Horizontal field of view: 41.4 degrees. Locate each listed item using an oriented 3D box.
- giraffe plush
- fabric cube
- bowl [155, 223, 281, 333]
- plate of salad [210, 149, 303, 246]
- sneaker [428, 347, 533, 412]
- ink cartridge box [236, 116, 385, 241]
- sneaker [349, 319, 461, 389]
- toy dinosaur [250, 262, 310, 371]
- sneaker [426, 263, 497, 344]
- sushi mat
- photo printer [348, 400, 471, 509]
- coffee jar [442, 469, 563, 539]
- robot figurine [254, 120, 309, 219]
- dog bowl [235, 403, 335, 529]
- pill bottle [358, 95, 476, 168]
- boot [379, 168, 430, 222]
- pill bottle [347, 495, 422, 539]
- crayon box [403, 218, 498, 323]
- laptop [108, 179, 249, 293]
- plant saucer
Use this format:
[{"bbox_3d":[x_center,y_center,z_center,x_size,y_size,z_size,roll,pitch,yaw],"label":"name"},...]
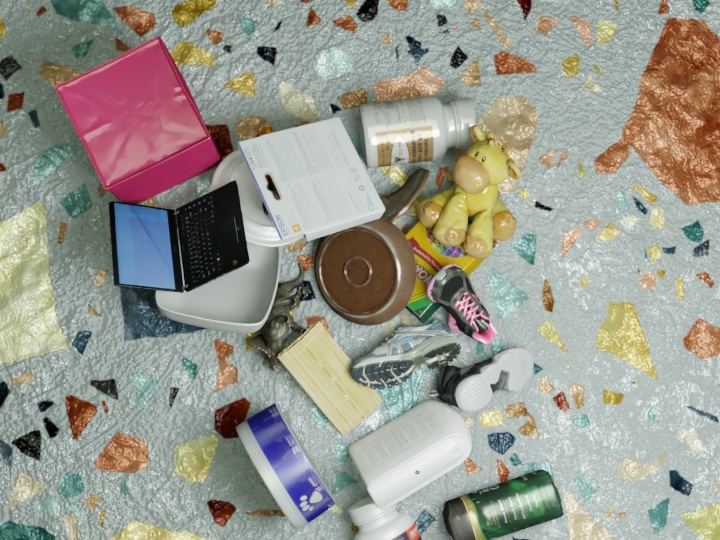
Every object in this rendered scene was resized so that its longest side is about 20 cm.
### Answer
[{"bbox_3d":[0.204,-0.147,1.628,0.172,0.162,0.200,26,54,10],"label":"giraffe plush"},{"bbox_3d":[-0.372,-0.248,1.633,0.196,0.199,0.200,-26,86,-3],"label":"fabric cube"},{"bbox_3d":[-0.243,0.021,1.651,0.199,0.075,0.200,10,55,-2],"label":"bowl"},{"bbox_3d":[-0.168,-0.132,1.700,0.199,0.048,0.201,6,66,-15],"label":"plate of salad"},{"bbox_3d":[0.210,0.185,1.682,0.200,0.114,0.076,-23,105,-38],"label":"sneaker"},{"bbox_3d":[-0.086,-0.152,1.616,0.199,0.043,0.197,-18,72,-23],"label":"ink cartridge box"},{"bbox_3d":[0.072,0.144,1.681,0.199,0.078,0.086,-15,46,-11],"label":"sneaker"},{"bbox_3d":[-0.144,0.073,1.675,0.102,0.077,0.201,-7,69,30],"label":"toy dinosaur"},{"bbox_3d":[0.183,0.063,1.628,0.079,0.200,0.095,-45,50,-4],"label":"sneaker"},{"bbox_3d":[-0.051,0.191,1.667,0.096,0.012,0.200,-40,111,-7],"label":"sushi mat"},{"bbox_3d":[0.089,0.304,1.625,0.200,0.166,0.070,-31,109,-5],"label":"photo printer"},{"bbox_3d":[0.243,0.413,1.650,0.199,0.104,0.086,-18,83,-4],"label":"coffee jar"},{"bbox_3d":[-0.111,-0.161,1.669,0.145,0.058,0.201,-11,71,-23],"label":"robot figurine"},{"bbox_3d":[-0.124,0.326,1.596,0.079,0.200,0.200,-31,87,-7],"label":"dog bowl"},{"bbox_3d":[0.101,-0.250,1.693,0.199,0.114,0.115,-8,86,-3],"label":"pill bottle"},{"bbox_3d":[0.034,-0.123,1.701,0.097,0.075,0.200,38,87,-2],"label":"boot"},{"bbox_3d":[0.056,0.485,1.634,0.111,0.111,0.200,-24,87,-4],"label":"pill bottle"},{"bbox_3d":[0.132,-0.022,1.691,0.127,0.051,0.200,41,84,21],"label":"crayon box"},{"bbox_3d":[-0.303,-0.065,1.587,0.200,0.103,0.178,-24,56,16],"label":"laptop"},{"bbox_3d":[0.000,0.000,1.662,0.200,0.034,0.201,5,100,26],"label":"plant saucer"}]
